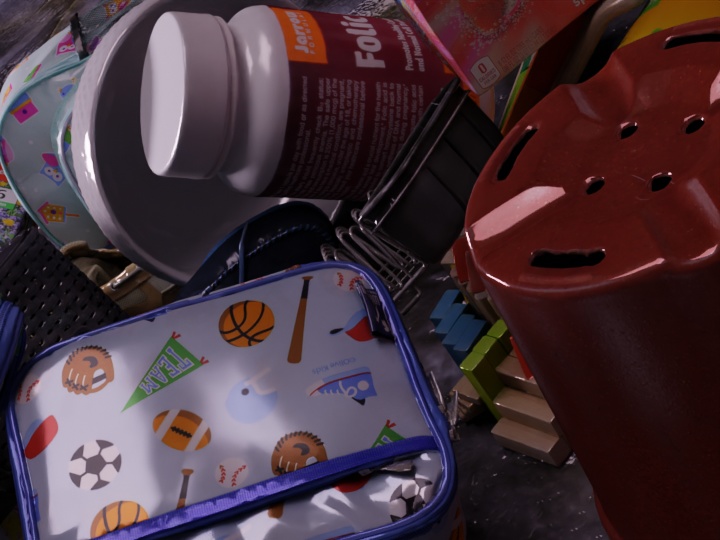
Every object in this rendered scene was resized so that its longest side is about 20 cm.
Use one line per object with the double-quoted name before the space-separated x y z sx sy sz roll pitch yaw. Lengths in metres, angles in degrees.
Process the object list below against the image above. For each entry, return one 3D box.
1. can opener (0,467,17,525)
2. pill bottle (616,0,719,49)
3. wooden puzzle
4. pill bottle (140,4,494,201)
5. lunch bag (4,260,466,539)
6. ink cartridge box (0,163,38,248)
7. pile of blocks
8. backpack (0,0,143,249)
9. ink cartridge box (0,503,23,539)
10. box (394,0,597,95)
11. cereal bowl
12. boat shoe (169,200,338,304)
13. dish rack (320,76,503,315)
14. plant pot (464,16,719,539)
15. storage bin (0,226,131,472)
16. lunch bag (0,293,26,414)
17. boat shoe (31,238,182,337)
"can opener" -0.142 0.120 0.851 0.066 0.053 0.199 29 35 36
"pill bottle" 0.184 -0.093 0.817 0.110 0.111 0.201 0 46 47
"wooden puzzle" 0.127 -0.150 0.943 0.201 0.037 0.186 -60 5 48
"pill bottle" -0.028 -0.101 0.954 0.198 0.116 0.114 2 18 -24
"lunch bag" -0.051 0.087 0.688 0.198 0.076 0.161 -17 52 -3
"ink cartridge box" -0.283 -0.020 1.221 0.050 0.110 0.201 11 34 -3
"pile of blocks" 0.067 0.025 0.830 0.082 0.062 0.200 -35 29 3
"backpack" -0.168 -0.103 1.145 0.198 0.177 0.154 -28 31 7
"ink cartridge box" -0.107 0.167 0.736 0.144 0.088 0.201 22 58 25
"box" 0.101 -0.205 0.839 0.199 0.103 0.095 -38 27 3
"cereal bowl" -0.104 -0.087 1.027 0.200 0.201 0.083 -49 25 -22
"boat shoe" -0.085 0.045 0.965 0.200 0.084 0.069 -47 26 16
"dish rack" 0.000 0.000 0.863 0.200 0.054 0.154 -49 4 32
"plant pot" 0.149 0.023 0.607 0.199 0.196 0.202 -27 31 18
"storage bin" -0.251 0.069 1.025 0.199 0.094 0.136 -24 27 54
"lunch bag" -0.228 0.097 0.726 0.202 0.082 0.161 -69 15 -15
"boat shoe" -0.192 0.010 1.114 0.198 0.076 0.072 -15 38 36
